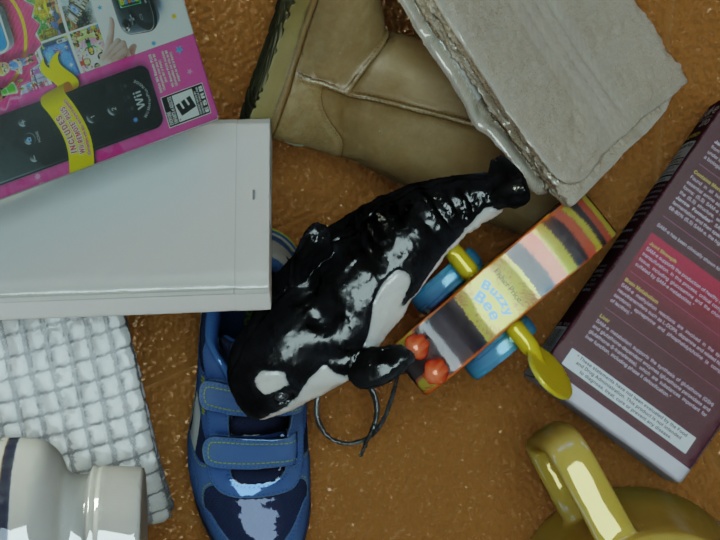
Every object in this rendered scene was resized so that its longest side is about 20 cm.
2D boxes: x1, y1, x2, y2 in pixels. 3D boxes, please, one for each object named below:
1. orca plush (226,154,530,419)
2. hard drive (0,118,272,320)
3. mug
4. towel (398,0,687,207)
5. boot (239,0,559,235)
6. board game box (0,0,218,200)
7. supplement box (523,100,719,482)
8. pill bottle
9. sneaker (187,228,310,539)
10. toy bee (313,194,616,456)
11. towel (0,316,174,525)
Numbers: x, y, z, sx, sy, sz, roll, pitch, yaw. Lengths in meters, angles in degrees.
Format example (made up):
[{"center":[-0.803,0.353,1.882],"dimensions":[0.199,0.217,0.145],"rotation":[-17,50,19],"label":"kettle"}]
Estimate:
[{"center":[0.000,0.000,1.361],"dimensions":[0.199,0.071,0.106],"rotation":[-28,54,14],"label":"orca plush"},{"center":[-0.148,-0.029,1.381],"dimensions":[0.198,0.026,0.133],"rotation":[-2,46,0],"label":"hard drive"},{"center":[0.150,0.193,1.432],"dimensions":[0.186,0.153,0.150],"rotation":[30,88,-2],"label":"mug"},{"center":[0.093,-0.145,1.414],"dimensions":[0.132,0.034,0.201],"rotation":[-42,105,-35],"label":"towel"},{"center":[0.048,-0.123,1.448],"dimensions":[0.199,0.066,0.176],"rotation":[16,115,-13],"label":"boot"},{"center":[-0.192,-0.116,1.337],"dimensions":[0.199,0.064,0.149],"rotation":[-22,103,-19],"label":"board game box"},{"center":[0.197,0.011,1.486],"dimensions":[0.109,0.061,0.201],"rotation":[36,88,-2],"label":"supplement box"},{"center":[-0.215,0.144,1.352],"dimensions":[0.198,0.111,0.112],"rotation":[1,88,-2],"label":"pill bottle"},{"center":[-0.064,0.074,1.457],"dimensions":[0.073,0.082,0.202],"rotation":[-3,89,-6],"label":"sneaker"},{"center":[0.063,0.036,1.421],"dimensions":[0.130,0.109,0.201],"rotation":[29,95,2],"label":"toy bee"},{"center":[-0.206,0.065,1.449],"dimensions":[0.164,0.086,0.202],"rotation":[-14,91,-2],"label":"towel"}]
